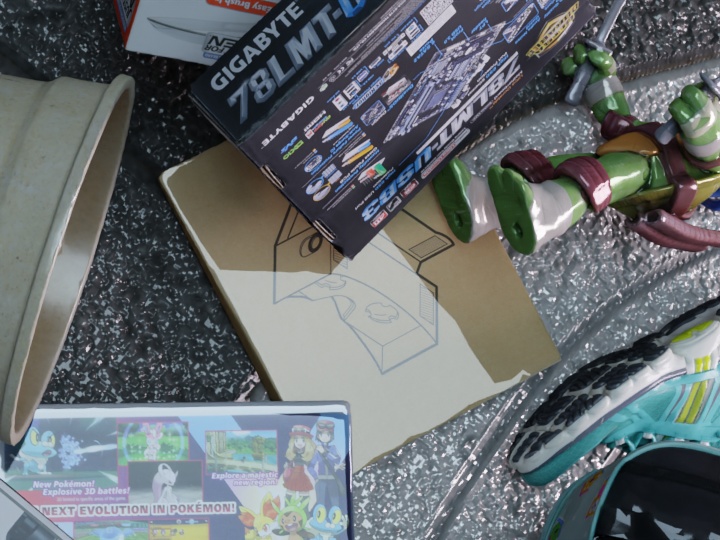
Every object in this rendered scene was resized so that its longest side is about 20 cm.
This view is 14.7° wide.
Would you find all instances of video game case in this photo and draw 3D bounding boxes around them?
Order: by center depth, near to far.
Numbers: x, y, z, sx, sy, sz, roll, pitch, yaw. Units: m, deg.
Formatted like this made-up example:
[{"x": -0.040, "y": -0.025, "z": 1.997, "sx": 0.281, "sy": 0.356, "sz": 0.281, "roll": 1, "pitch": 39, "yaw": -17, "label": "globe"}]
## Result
[{"x": -0.101, "y": 0.163, "z": 1.512, "sx": 0.199, "sy": 0.023, "sz": 0.184, "roll": 0, "pitch": 80, "yaw": -8, "label": "video game case"}]

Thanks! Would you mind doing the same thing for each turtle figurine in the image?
[{"x": 0.140, "y": -0.094, "z": 1.570, "sx": 0.193, "sy": 0.201, "sz": 0.144, "roll": -23, "pitch": 50, "yaw": -25, "label": "turtle figurine"}]

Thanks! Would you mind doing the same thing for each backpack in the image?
[{"x": 0.188, "y": 0.188, "z": 1.532, "sx": 0.199, "sy": 0.153, "sz": 0.177, "roll": 18, "pitch": 74, "yaw": -22, "label": "backpack"}]

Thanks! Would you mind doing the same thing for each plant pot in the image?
[{"x": -0.234, "y": -0.033, "z": 1.447, "sx": 0.182, "sy": 0.201, "sz": 0.202, "roll": 18, "pitch": 76, "yaw": 0, "label": "plant pot"}]

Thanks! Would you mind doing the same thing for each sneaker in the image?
[{"x": 0.177, "y": 0.078, "z": 1.593, "sx": 0.199, "sy": 0.077, "sz": 0.080, "roll": -25, "pitch": 96, "yaw": -18, "label": "sneaker"}]

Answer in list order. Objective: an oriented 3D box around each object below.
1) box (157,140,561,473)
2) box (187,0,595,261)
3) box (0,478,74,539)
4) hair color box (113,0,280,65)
[{"x": 0.000, "y": 0.000, "z": 1.581, "sx": 0.163, "sy": 0.021, "sz": 0.201, "roll": -27, "pitch": 90, "yaw": -18, "label": "box"}, {"x": 0.023, "y": -0.115, "z": 1.463, "sx": 0.200, "sy": 0.198, "sz": 0.050, "roll": -44, "pitch": 68, "yaw": 1, "label": "box"}, {"x": -0.165, "y": 0.205, "z": 1.453, "sx": 0.200, "sy": 0.060, "sz": 0.117, "roll": 41, "pitch": 77, "yaw": 0, "label": "box"}, {"x": -0.049, "y": -0.203, "z": 1.439, "sx": 0.110, "sy": 0.064, "sz": 0.201, "roll": 10, "pitch": 118, "yaw": -19, "label": "hair color box"}]
